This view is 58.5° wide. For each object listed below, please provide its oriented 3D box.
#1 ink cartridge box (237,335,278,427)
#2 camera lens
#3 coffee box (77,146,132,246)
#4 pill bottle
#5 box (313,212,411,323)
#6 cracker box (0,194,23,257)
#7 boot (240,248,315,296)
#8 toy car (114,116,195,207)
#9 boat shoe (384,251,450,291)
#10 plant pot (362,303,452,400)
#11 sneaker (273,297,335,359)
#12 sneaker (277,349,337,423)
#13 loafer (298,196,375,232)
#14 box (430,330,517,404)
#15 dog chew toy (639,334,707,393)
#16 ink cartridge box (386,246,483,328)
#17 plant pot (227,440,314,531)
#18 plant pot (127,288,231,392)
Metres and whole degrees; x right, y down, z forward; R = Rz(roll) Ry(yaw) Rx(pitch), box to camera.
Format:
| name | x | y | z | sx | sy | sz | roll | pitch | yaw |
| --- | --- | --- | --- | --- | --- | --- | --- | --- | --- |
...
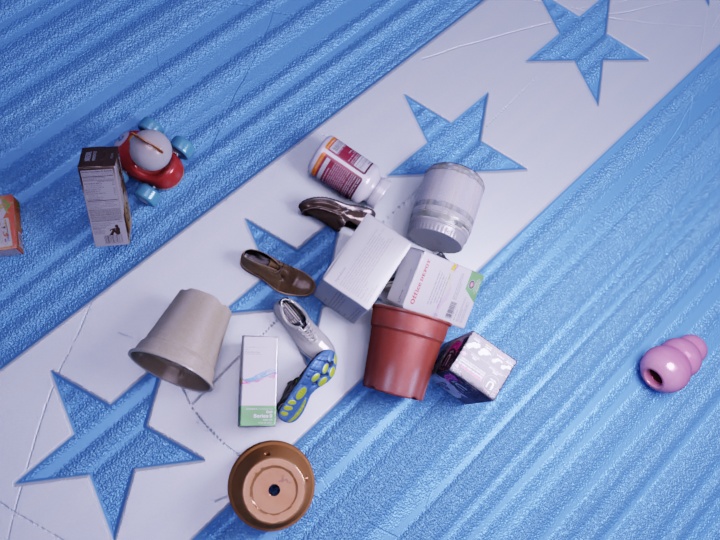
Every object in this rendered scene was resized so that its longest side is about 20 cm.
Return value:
| name | x | y | z | sx | sy | sz | roll | pitch | yaw |
| --- | --- | --- | --- | --- | --- | --- | --- | --- | --- |
| ink cartridge box | -0.234 | 0.255 | 1.470 | 0.087 | 0.145 | 0.200 | 1 | 76 | -11 |
| camera lens | 0.220 | -0.163 | 1.645 | 0.160 | 0.160 | 0.200 | 21 | 74 | -5 |
| coffee box | -0.580 | -0.170 | 1.470 | 0.080 | 0.200 | 0.113 | -6 | 34 | -12 |
| pill bottle | -0.026 | -0.246 | 1.645 | 0.200 | 0.113 | 0.113 | 34 | 73 | -1 |
| box | 0.000 | 0.000 | 1.545 | 0.131 | 0.199 | 0.200 | 34 | 73 | -1 |
| cracker box | -0.893 | -0.093 | 1.480 | 0.200 | 0.058 | 0.134 | -8 | 78 | -13 |
| boot | -0.202 | 0.006 | 1.574 | 0.200 | 0.075 | 0.074 | 25 | 72 | -5 |
| toy car | -0.509 | -0.285 | 1.521 | 0.177 | 0.200 | 0.184 | 32 | 73 | -2 |
| boat shoe | 0.141 | 0.004 | 1.639 | 0.200 | 0.075 | 0.062 | -20 | 76 | -19 |
| plant pot | 0.098 | 0.197 | 1.530 | 0.201 | 0.201 | 0.195 | 16 | 82 | -6 |
| sneaker | -0.136 | 0.147 | 1.552 | 0.200 | 0.071 | 0.073 | 44 | 73 | 2 |
| sneaker | -0.133 | 0.263 | 1.516 | 0.071 | 0.083 | 0.200 | 43 | 81 | -30 |
| loafer | -0.060 | -0.136 | 1.632 | 0.200 | 0.073 | 0.071 | 9 | 75 | -8 |
| box | 0.258 | 0.236 | 1.535 | 0.132 | 0.200 | 0.115 | 35 | 72 | 0 |
| dog chew toy | 0.831 | 0.234 | 1.686 | 0.200 | 0.125 | 0.125 | -27 | 83 | -23 |
| ink cartridge box | 0.183 | 0.042 | 1.574 | 0.200 | 0.084 | 0.145 | 20 | 92 | -30 |
| plant pot | -0.195 | 0.481 | 1.426 | 0.200 | 0.140 | 0.200 | 2 | 77 | -9 |
| plant pot | -0.389 | 0.150 | 1.459 | 0.200 | 0.200 | 0.184 | 24 | 62 | -4 |
